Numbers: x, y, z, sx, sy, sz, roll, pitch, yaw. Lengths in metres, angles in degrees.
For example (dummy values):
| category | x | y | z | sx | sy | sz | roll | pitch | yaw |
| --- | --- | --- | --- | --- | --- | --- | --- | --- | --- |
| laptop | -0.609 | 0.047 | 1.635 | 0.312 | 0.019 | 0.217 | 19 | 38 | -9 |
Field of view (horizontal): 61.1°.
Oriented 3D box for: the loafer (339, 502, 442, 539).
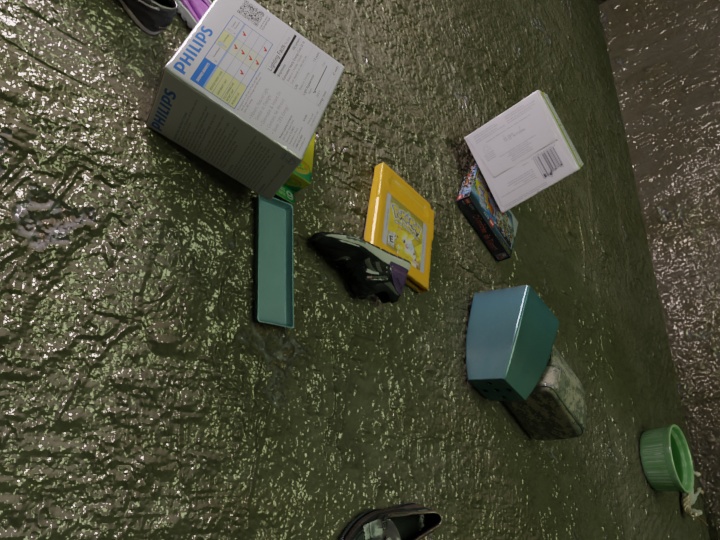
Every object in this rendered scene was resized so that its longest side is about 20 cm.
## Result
| category | x | y | z | sx | sy | sz | roll | pitch | yaw |
| --- | --- | --- | --- | --- | --- | --- | --- | --- | --- |
| loafer | 0.050 | 0.396 | 0.928 | 0.199 | 0.062 | 0.073 | 1 | 74 | -50 |

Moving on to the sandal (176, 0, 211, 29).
| category | x | y | z | sx | sy | sz | roll | pitch | yaw |
| --- | --- | --- | --- | --- | --- | --- | --- | --- | --- |
| sandal | -0.264 | -0.432 | 0.902 | 0.203 | 0.049 | 0.083 | 47 | 44 | -27 |

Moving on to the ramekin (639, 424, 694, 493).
| category | x | y | z | sx | sy | sz | roll | pitch | yaw |
| --- | --- | --- | --- | --- | --- | --- | --- | --- | --- |
| ramekin | 0.946 | 0.585 | 1.891 | 0.199 | 0.097 | 0.203 | 23 | 58 | -43 |

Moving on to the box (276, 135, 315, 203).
| category | x | y | z | sx | sy | sz | roll | pitch | yaw |
| --- | --- | --- | --- | --- | --- | --- | --- | --- | --- |
| box | -0.129 | -0.217 | 0.979 | 0.117 | 0.048 | 0.203 | 26 | 58 | -40 |

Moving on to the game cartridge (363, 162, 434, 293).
| category | x | y | z | sx | sy | sz | roll | pitch | yaw |
| --- | --- | --- | --- | --- | --- | --- | --- | --- | --- |
| game cartridge | 0.081 | -0.082 | 1.185 | 0.176 | 0.032 | 0.202 | 34 | 52 | -37 |

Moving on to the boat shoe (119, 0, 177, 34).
| category | x | y | z | sx | sy | sz | roll | pitch | yaw |
| --- | --- | --- | --- | --- | --- | --- | --- | --- | --- |
| boat shoe | -0.328 | -0.409 | 0.811 | 0.200 | 0.057 | 0.067 | 43 | 46 | -31 |

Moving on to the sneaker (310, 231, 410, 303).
| category | x | y | z | sx | sy | sz | roll | pitch | yaw |
| --- | --- | --- | --- | --- | --- | --- | --- | --- | --- |
| sneaker | 0.000 | 0.000 | 1.025 | 0.198 | 0.075 | 0.089 | 22 | 79 | -32 |

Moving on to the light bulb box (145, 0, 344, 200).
| category | x | y | z | sx | sy | sz | roll | pitch | yaw |
| --- | --- | --- | --- | --- | --- | --- | --- | --- | --- |
| light bulb box | -0.155 | -0.245 | 0.850 | 0.199 | 0.125 | 0.200 | 31 | 55 | -17 |

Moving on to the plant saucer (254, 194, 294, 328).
| category | x | y | z | sx | sy | sz | roll | pitch | yaw |
| --- | --- | --- | --- | --- | --- | --- | --- | --- | --- |
| plant saucer | -0.131 | -0.015 | 0.917 | 0.069 | 0.019 | 0.203 | 18 | 63 | -45 |

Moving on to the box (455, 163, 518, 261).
| category | x | y | z | sx | sy | sz | roll | pitch | yaw |
| --- | --- | --- | --- | --- | --- | --- | --- | --- | --- |
| box | 0.310 | -0.140 | 1.475 | 0.200 | 0.037 | 0.137 | 50 | 43 | -24 |

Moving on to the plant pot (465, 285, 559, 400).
| category | x | y | z | sx | sy | sz | roll | pitch | yaw |
| --- | --- | --- | --- | --- | --- | --- | --- | --- | --- |
| plant pot | 0.305 | 0.160 | 1.274 | 0.141 | 0.140 | 0.202 | 43 | 54 | -30 |

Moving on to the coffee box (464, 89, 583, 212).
| category | x | y | z | sx | sy | sz | roll | pitch | yaw |
| --- | --- | --- | --- | --- | --- | --- | --- | --- | --- |
| coffee box | 0.396 | -0.286 | 1.466 | 0.202 | 0.198 | 0.197 | 61 | 26 | -1 |

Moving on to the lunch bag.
| category | x | y | z | sx | sy | sz | roll | pitch | yaw |
| --- | --- | --- | --- | --- | --- | --- | --- | --- | --- |
| lunch bag | 0.414 | 0.256 | 1.358 | 0.200 | 0.138 | 0.169 | 49 | 44 | -26 |

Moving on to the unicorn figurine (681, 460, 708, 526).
| category | x | y | z | sx | sy | sz | roll | pitch | yaw |
| --- | --- | --- | --- | --- | --- | --- | --- | --- | --- |
| unicorn figurine | 1.108 | 0.743 | 2.052 | 0.136 | 0.074 | 0.202 | -2 | 63 | -41 |
